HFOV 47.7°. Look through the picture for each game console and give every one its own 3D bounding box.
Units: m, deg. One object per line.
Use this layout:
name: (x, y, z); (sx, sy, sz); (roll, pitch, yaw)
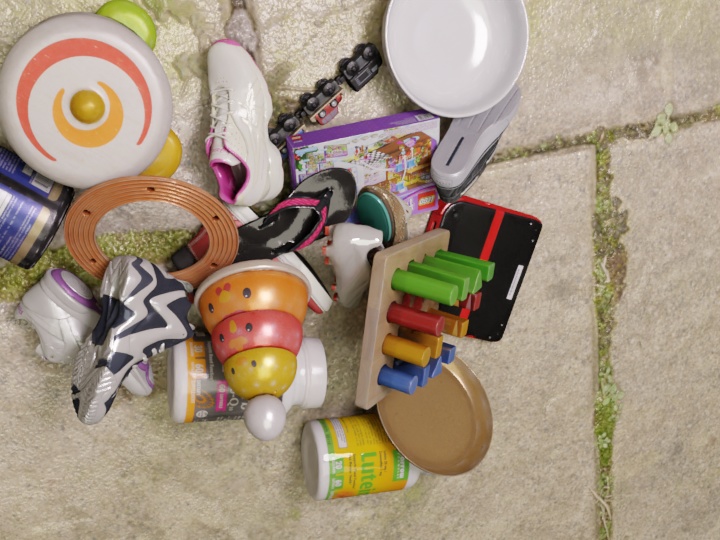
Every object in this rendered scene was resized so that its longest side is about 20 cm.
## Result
game console: (0.162, -0.001, 1.187); (0.175, 0.031, 0.202); (12, 104, -26)

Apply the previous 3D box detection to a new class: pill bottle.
pill bottle: (0.022, 0.264, 1.178); (0.198, 0.111, 0.112); (-3, 109, -18)
pill bottle: (-0.151, 0.138, 1.074); (0.198, 0.116, 0.118); (0, 108, -19)
pill bottle: (-0.432, -0.094, 0.903); (0.199, 0.112, 0.112); (31, 96, -24)

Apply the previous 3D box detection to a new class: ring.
ring: (-0.241, -0.041, 0.948); (0.198, 0.019, 0.201); (-4, 142, -3)

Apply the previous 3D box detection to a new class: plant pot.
plant pot: (0.102, 0.199, 1.168); (0.198, 0.202, 0.027); (18, 144, -23)

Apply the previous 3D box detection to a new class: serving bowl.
serving bowl: (0.114, -0.298, 1.042); (0.198, 0.066, 0.203); (-3, 101, -18)

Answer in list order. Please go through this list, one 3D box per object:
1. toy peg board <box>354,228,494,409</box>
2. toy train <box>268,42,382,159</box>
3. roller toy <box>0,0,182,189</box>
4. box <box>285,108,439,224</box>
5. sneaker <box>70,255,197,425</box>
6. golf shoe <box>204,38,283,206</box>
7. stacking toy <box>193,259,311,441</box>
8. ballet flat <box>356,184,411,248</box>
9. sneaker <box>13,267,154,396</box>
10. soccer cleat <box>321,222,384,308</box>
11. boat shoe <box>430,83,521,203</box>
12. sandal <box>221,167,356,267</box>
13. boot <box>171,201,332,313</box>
toy peg board: (0.091, 0.067, 1.050); (0.200, 0.097, 0.201); (-22, 123, -59)
toy train: (-0.049, -0.211, 1.040); (0.200, 0.034, 0.046); (-42, 126, -1)
roller toy: (-0.302, -0.186, 0.901); (0.181, 0.140, 0.202); (-13, 112, -14)
box: (0.006, -0.126, 1.065); (0.198, 0.039, 0.138); (-14, 127, -15)
sneaker: (-0.258, 0.091, 0.972); (0.129, 0.079, 0.201); (18, 82, -43)
golf shoe: (-0.150, -0.173, 0.975); (0.091, 0.075, 0.202); (-35, 116, -53)
stacking toy: (-0.116, 0.102, 0.957); (0.144, 0.202, 0.147); (-9, 148, -6)
ballet flat: (0.035, -0.059, 1.062); (0.065, 0.070, 0.201); (-42, 157, -22)
sneaker: (-0.344, 0.092, 1.026); (0.099, 0.075, 0.200); (-38, 108, 5)
soccer cleat: (0.000, 0.000, 1.052); (0.077, 0.200, 0.070); (3, 67, 7)
boat shoe: (0.149, -0.175, 1.088); (0.200, 0.072, 0.071); (-52, 158, -24)
sandal: (-0.086, -0.055, 1.003); (0.199, 0.045, 0.076); (-33, 105, -4)
boot: (-0.143, 0.017, 1.065); (0.144, 0.072, 0.200); (-46, 108, 1)
